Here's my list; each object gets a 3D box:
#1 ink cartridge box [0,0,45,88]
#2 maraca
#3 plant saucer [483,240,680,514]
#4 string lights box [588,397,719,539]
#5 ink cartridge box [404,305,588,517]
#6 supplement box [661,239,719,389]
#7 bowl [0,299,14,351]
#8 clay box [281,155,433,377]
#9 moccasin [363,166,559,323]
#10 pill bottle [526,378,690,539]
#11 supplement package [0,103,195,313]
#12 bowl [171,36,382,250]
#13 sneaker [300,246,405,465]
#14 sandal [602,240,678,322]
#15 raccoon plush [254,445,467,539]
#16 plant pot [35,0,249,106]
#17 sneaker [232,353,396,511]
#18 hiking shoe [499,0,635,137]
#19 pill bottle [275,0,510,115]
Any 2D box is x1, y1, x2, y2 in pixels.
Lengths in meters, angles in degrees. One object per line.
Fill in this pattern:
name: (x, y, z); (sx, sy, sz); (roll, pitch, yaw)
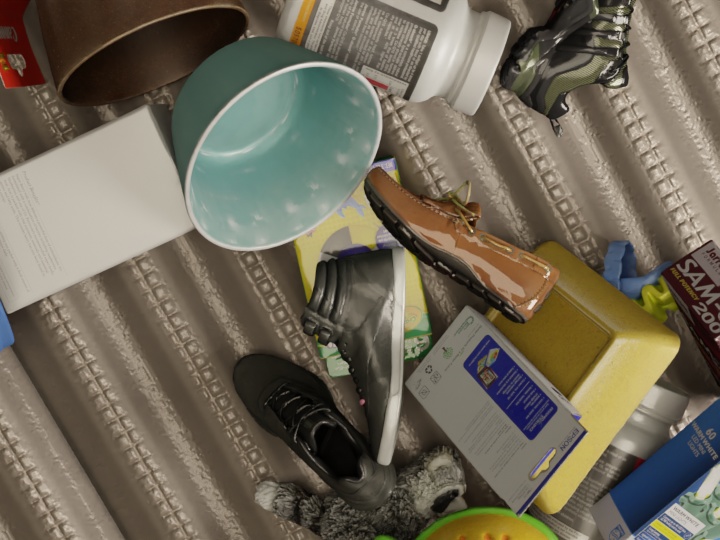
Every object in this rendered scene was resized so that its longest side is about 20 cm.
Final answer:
ink cartridge box: (-0.313, -0.269, 1.318); (0.047, 0.160, 0.202); (-15, 98, 3)
maraca: (0.095, 0.289, 1.352); (0.198, 0.107, 0.139); (-11, 94, 10)
plant saucer: (0.166, 0.088, 1.358); (0.048, 0.200, 0.201); (30, 99, -44)
string lights box: (0.315, 0.191, 1.315); (0.200, 0.059, 0.102); (-44, 125, 15)
ink cartridge box: (0.126, 0.127, 1.312); (0.039, 0.200, 0.100); (31, 103, -43)
supplement box: (0.356, 0.079, 1.354); (0.061, 0.109, 0.201); (-32, 128, 3)
bowl: (-0.372, -0.011, 1.338); (0.039, 0.200, 0.202); (-26, 97, -16)
clay box: (0.000, 0.000, 1.414); (0.114, 0.048, 0.202); (-13, 97, 1)
moccasin: (0.091, -0.036, 1.347); (0.200, 0.074, 0.078); (34, 82, 12)
pill bottle: (0.238, 0.194, 1.410); (0.110, 0.111, 0.202); (23, 97, -4)
supplement package: (-0.253, -0.061, 1.367); (0.198, 0.120, 0.122); (-24, 96, 3)
bowl: (-0.090, -0.127, 1.312); (0.201, 0.201, 0.105); (-44, 53, 5)
sneaker: (-0.007, 0.078, 1.362); (0.098, 0.071, 0.203); (0, 86, 1)
sandal: (0.224, 0.045, 1.416); (0.199, 0.079, 0.087); (-39, 68, 8)
raccoon plush: (0.008, 0.208, 1.425); (0.198, 0.097, 0.135); (24, 89, -3)
plant pot: (-0.223, -0.281, 1.321); (0.185, 0.187, 0.202); (-24, 84, 3)
sneaker: (-0.048, 0.142, 1.388); (0.199, 0.091, 0.076); (37, 84, 23)
hiking shoe: (0.226, -0.224, 1.381); (0.101, 0.076, 0.200); (41, 105, -14)
pill bottle: (0.030, -0.224, 1.349); (0.198, 0.116, 0.117); (23, 97, -3)
